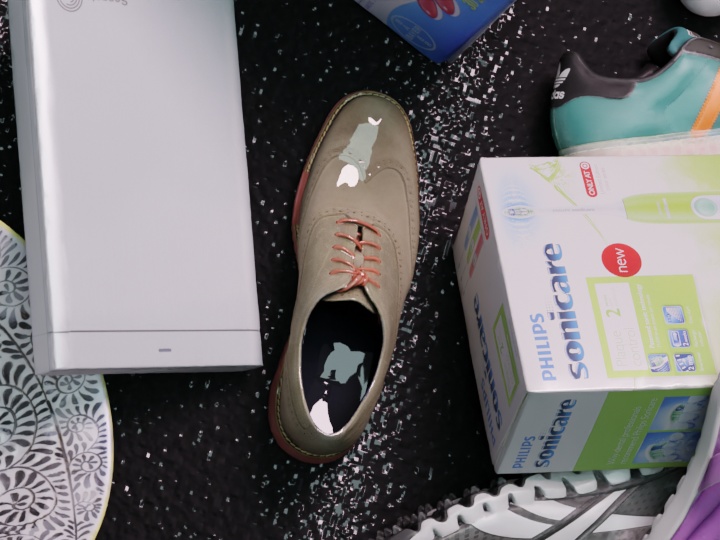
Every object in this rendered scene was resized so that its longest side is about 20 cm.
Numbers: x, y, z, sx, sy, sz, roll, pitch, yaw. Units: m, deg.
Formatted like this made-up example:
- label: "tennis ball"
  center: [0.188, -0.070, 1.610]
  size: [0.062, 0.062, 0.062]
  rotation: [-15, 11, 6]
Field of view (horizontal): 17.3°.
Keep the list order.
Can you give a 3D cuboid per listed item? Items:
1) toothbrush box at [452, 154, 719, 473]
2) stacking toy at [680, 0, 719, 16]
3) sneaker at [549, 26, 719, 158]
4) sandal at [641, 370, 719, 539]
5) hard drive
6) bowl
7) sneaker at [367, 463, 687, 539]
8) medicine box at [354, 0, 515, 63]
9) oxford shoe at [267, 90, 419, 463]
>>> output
- label: "toothbrush box"
  center: [0.161, 0.021, 1.226]
  size: [0.199, 0.086, 0.146]
  rotation: [-1, 56, -11]
- label: "stacking toy"
  center: [0.224, -0.235, 1.300]
  size: [0.146, 0.146, 0.200]
  rotation: [21, 98, -8]
- label: "sneaker"
  center: [0.201, -0.097, 1.284]
  size: [0.199, 0.071, 0.080]
  rotation: [-8, 88, -11]
- label: "sandal"
  center: [0.202, 0.102, 1.163]
  size: [0.082, 0.050, 0.203]
  rotation: [7, 124, -21]
- label: "hard drive"
  center: [-0.114, -0.048, 1.207]
  size: [0.132, 0.027, 0.201]
  rotation: [1, 81, -41]
- label: "bowl"
  center: [-0.220, 0.072, 1.146]
  size: [0.201, 0.094, 0.201]
  rotation: [34, 46, -43]
- label: "sneaker"
  center: [0.099, 0.146, 1.232]
  size: [0.200, 0.066, 0.091]
  rotation: [-17, 84, -16]
- label: "medicine box"
  center: [0.012, -0.220, 1.204]
  size: [0.200, 0.182, 0.103]
  rotation: [36, 77, -5]
- label: "oxford shoe"
  center: [0.000, 0.000, 1.227]
  size: [0.070, 0.075, 0.201]
  rotation: [8, 81, -10]
